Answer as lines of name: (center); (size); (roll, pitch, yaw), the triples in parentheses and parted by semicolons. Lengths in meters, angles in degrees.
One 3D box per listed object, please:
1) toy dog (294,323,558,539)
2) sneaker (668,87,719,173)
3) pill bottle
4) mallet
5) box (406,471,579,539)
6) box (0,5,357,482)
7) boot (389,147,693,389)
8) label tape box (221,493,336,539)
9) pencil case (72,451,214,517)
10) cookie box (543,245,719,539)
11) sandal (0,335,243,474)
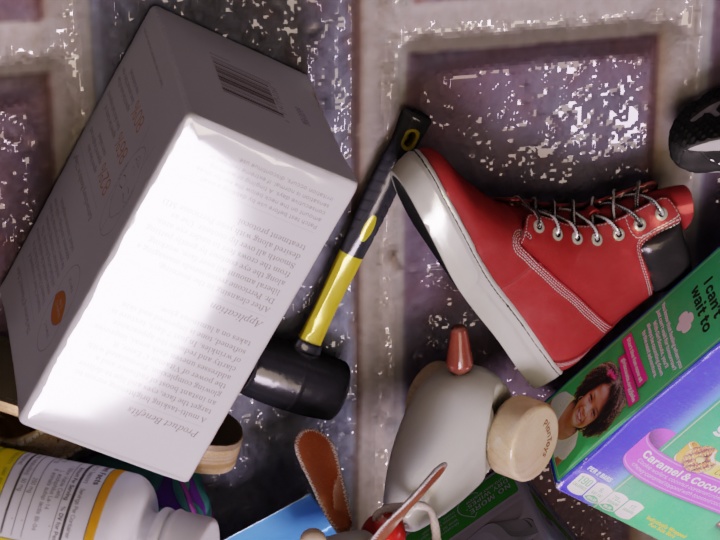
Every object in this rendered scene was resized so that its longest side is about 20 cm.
toy dog: (0.030, 0.107, 1.469); (0.131, 0.200, 0.097); (0, 127, 25)
sneaker: (0.279, -0.073, 1.495); (0.199, 0.074, 0.080); (-8, 120, -8)
pill bottle: (-0.184, 0.157, 1.414); (0.199, 0.109, 0.110); (11, 117, 8)
mallet: (0.000, 0.000, 1.497); (0.066, 0.041, 0.200); (26, 105, -23)
box: (0.133, 0.248, 1.571); (0.097, 0.177, 0.200); (-35, 119, 7)
box: (-0.105, -0.015, 1.397); (0.106, 0.152, 0.201); (22, 111, -23)
boot: (0.113, -0.033, 1.474); (0.144, 0.073, 0.200); (-35, 134, 6)
label tape box: (-0.048, 0.234, 1.547); (0.144, 0.063, 0.200); (-29, 144, 3)
pencil case: (-0.185, 0.168, 1.511); (0.199, 0.085, 0.093); (-24, 87, 0)
cookie box: (0.237, 0.078, 1.530); (0.171, 0.075, 0.200); (28, 122, -31)
sandal: (-0.177, 0.096, 1.463); (0.211, 0.078, 0.070); (17, 113, -2)
